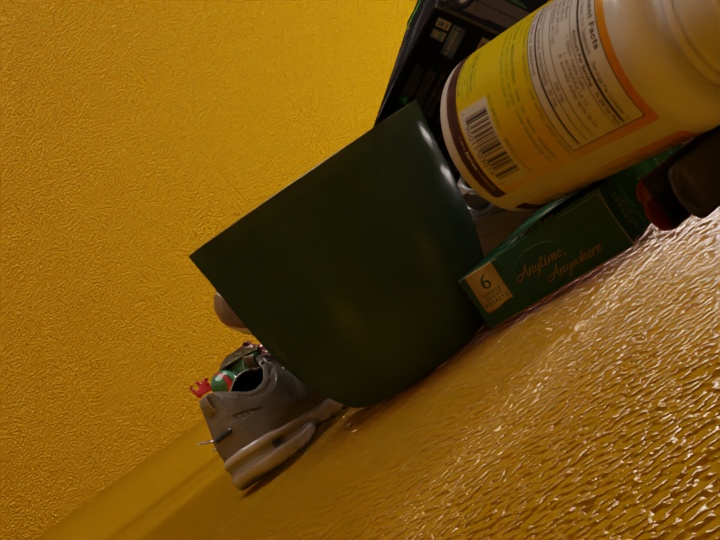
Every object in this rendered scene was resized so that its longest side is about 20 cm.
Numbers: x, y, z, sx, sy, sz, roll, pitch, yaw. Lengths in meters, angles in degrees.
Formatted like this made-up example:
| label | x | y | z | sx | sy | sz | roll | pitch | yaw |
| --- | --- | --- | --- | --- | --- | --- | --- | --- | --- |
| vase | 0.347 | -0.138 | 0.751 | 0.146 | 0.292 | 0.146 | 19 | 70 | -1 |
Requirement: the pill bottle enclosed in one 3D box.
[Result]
| label | x | y | z | sx | sy | sz | roll | pitch | yaw |
| --- | --- | --- | --- | --- | --- | --- | --- | --- | --- |
| pill bottle | 0.145 | -0.115 | 0.593 | 0.109 | 0.110 | 0.199 | -35 | 6 | -39 |

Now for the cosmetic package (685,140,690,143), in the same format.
| label | x | y | z | sx | sy | sz | roll | pitch | yaw |
| --- | --- | --- | --- | --- | --- | --- | --- | --- | --- |
| cosmetic package | 0.264 | -0.138 | 0.986 | 0.103 | 0.088 | 0.199 | -33 | -1 | -41 |

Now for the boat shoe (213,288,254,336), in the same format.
| label | x | y | z | sx | sy | sz | roll | pitch | yaw |
| --- | --- | --- | --- | --- | --- | --- | --- | --- | --- |
| boat shoe | -0.023 | 0.035 | 0.870 | 0.197 | 0.072 | 0.069 | 7 | -19 | 8 |

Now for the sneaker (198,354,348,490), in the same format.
| label | x | y | z | sx | sy | sz | roll | pitch | yaw |
| --- | --- | --- | --- | --- | --- | --- | --- | --- | --- |
| sneaker | -0.060 | 0.095 | 0.817 | 0.074 | 0.082 | 0.200 | -34 | 0 | 21 |

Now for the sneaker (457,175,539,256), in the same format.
| label | x | y | z | sx | sy | sz | roll | pitch | yaw |
| --- | --- | --- | --- | --- | --- | --- | --- | --- | --- |
| sneaker | 0.163 | -0.087 | 0.857 | 0.199 | 0.075 | 0.115 | -39 | -43 | 2 |

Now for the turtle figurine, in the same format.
| label | x | y | z | sx | sy | sz | roll | pitch | yaw |
| --- | --- | --- | --- | --- | --- | --- | --- | --- | --- |
| turtle figurine | -0.120 | 0.134 | 1.230 | 0.149 | 0.101 | 0.199 | -35 | -5 | 35 |

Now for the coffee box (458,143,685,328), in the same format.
| label | x | y | z | sx | sy | sz | roll | pitch | yaw |
| --- | --- | --- | --- | --- | --- | --- | --- | --- | --- |
| coffee box | 0.159 | -0.035 | 0.717 | 0.122 | 0.044 | 0.200 | -35 | 0 | 34 |

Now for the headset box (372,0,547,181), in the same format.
| label | x | y | z | sx | sy | sz | roll | pitch | yaw |
| --- | --- | --- | --- | --- | --- | --- | --- | --- | --- |
| headset box | 0.094 | -0.213 | 0.903 | 0.175 | 0.092 | 0.202 | 120 | 170 | -52 |

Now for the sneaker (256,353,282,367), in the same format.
| label | x | y | z | sx | sy | sz | roll | pitch | yaw |
| --- | --- | --- | --- | --- | --- | --- | --- | --- | --- |
| sneaker | -0.051 | 0.088 | 0.989 | 0.077 | 0.082 | 0.199 | -34 | 1 | -42 |

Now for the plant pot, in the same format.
| label | x | y | z | sx | sy | sz | roll | pitch | yaw |
| --- | --- | --- | --- | --- | --- | --- | --- | --- | --- |
| plant pot | 0.000 | 0.000 | 0.746 | 0.199 | 0.162 | 0.201 | -33 | 6 | 4 |

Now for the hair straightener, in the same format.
| label | x | y | z | sx | sy | sz | roll | pitch | yaw |
| --- | --- | --- | --- | --- | --- | --- | --- | --- | --- |
| hair straightener | 0.250 | -0.090 | 0.573 | 0.199 | 0.041 | 0.077 | -31 | -1 | -14 |
